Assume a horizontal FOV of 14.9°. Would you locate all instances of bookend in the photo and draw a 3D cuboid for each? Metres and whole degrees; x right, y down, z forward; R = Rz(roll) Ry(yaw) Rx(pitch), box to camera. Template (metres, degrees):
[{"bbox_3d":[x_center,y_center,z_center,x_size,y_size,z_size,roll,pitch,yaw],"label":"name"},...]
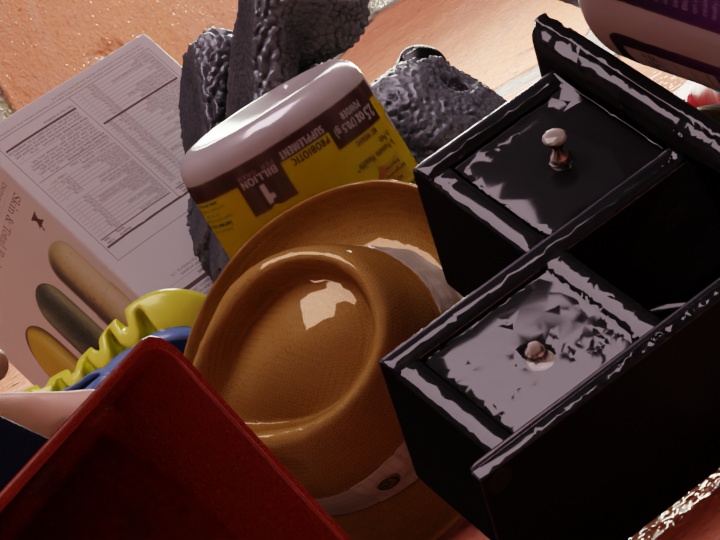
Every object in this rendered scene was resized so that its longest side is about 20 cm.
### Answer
[{"bbox_3d":[0.077,0.012,1.186,0.198,0.092,0.200,-35,45,-17],"label":"bookend"}]

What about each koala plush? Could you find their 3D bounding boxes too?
[{"bbox_3d":[0.012,-0.062,1.566,0.199,0.185,0.177,4,-16,-20],"label":"koala plush"}]

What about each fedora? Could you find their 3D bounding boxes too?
[{"bbox_3d":[-0.021,0.047,1.302,0.200,0.202,0.082,-27,-23,25],"label":"fedora"}]

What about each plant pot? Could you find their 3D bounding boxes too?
[{"bbox_3d":[-0.097,0.180,0.964,0.176,0.200,0.200,-39,6,30],"label":"plant pot"}]

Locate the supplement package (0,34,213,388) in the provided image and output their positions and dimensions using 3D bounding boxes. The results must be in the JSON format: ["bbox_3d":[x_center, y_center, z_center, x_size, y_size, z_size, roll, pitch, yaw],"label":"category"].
[{"bbox_3d":[-0.128,-0.003,1.670,0.150,0.200,0.152,-36,-19,-37],"label":"supplement package"}]

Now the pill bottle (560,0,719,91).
[{"bbox_3d":[0.164,-0.135,1.199,0.199,0.112,0.111,23,48,36],"label":"pill bottle"}]

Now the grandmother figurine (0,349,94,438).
[{"bbox_3d":[-0.187,0.083,1.313,0.199,0.122,0.061,0,28,-6],"label":"grandmother figurine"}]

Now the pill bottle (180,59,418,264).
[{"bbox_3d":[0.000,0.000,1.424,0.109,0.201,0.109,-31,10,6],"label":"pill bottle"}]

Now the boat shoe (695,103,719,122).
[{"bbox_3d":[0.226,-0.033,1.203,0.069,0.071,0.200,-24,32,-35],"label":"boat shoe"}]

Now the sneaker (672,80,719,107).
[{"bbox_3d":[0.198,-0.074,1.591,0.115,0.078,0.200,-39,-3,10],"label":"sneaker"}]

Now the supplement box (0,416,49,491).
[{"bbox_3d":[-0.225,0.163,1.251,0.199,0.200,0.135,-27,52,29],"label":"supplement box"}]

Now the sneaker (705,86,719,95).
[{"bbox_3d":[0.236,-0.099,1.281,0.200,0.076,0.115,14,-5,36],"label":"sneaker"}]

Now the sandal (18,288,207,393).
[{"bbox_3d":[-0.144,0.097,1.436,0.200,0.079,0.087,-42,43,15],"label":"sandal"}]
